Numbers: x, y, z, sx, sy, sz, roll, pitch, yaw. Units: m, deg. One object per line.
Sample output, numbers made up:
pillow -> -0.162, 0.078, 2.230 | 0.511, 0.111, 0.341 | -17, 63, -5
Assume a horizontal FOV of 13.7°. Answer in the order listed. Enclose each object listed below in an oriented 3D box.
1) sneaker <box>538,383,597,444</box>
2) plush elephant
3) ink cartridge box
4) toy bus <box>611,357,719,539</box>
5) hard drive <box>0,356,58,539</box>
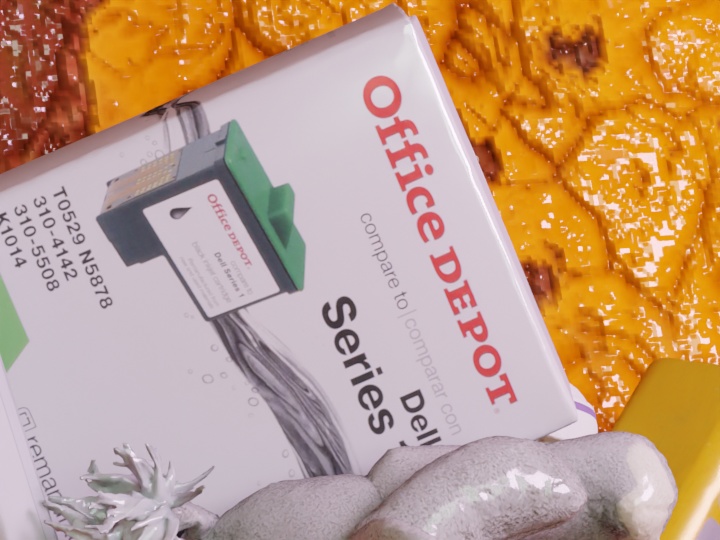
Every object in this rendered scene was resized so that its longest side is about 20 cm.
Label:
sneaker -> 0.000, 0.000, 1.069 | 0.199, 0.073, 0.115 | 19, 67, -13
plush elephant -> 0.009, 0.136, 0.889 | 0.199, 0.165, 0.155 | 19, 32, -34
ink cartridge box -> -0.046, 0.017, 0.975 | 0.199, 0.084, 0.147 | -24, 97, 1
toy bus -> 0.114, 0.102, 1.066 | 0.078, 0.065, 0.201 | 47, 64, -34
hard drive -> -0.152, 0.062, 0.933 | 0.027, 0.131, 0.201 | -30, 110, -44
